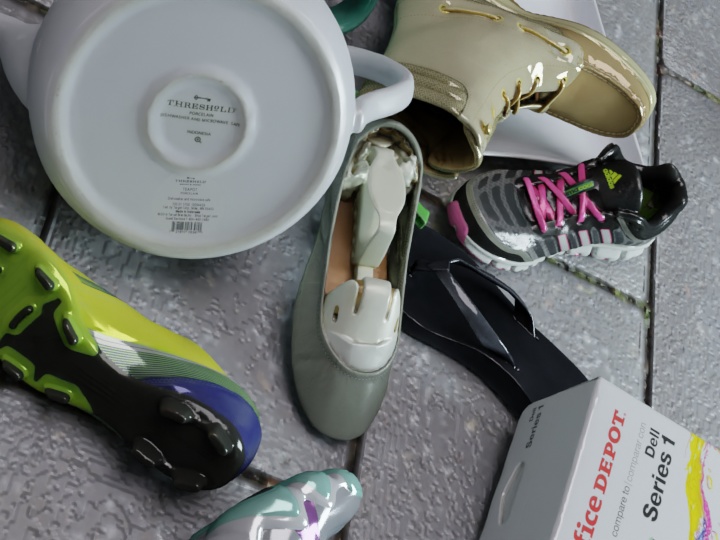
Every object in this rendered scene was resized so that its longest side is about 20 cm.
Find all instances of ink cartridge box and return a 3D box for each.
[{"bbox_3d":[0.181,0.180,0.891,0.199,0.084,0.146,31,60,-15],"label":"ink cartridge box"}]

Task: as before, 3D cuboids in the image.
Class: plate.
[{"bbox_3d":[0.110,-0.160,1.091,0.199,0.032,0.201,5,60,-31],"label":"plate"}]

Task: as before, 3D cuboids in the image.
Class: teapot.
[{"bbox_3d":[-0.096,-0.114,0.846,0.200,0.197,0.146,48,11,-27],"label":"teapot"}]

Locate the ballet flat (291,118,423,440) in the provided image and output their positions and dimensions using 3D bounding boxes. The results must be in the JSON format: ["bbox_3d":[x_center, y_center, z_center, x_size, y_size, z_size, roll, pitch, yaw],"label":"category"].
[{"bbox_3d":[0.000,0.000,0.878,0.067,0.064,0.202,14,68,-19],"label":"ballet flat"}]

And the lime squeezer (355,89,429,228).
[{"bbox_3d":[-0.036,-0.101,0.955,0.199,0.038,0.071,30,64,-10],"label":"lime squeezer"}]

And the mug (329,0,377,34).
[{"bbox_3d":[-0.052,-0.246,0.945,0.152,0.114,0.185,53,15,12],"label":"mug"}]

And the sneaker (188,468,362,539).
[{"bbox_3d":[-0.056,0.198,0.745,0.199,0.078,0.141,-26,81,-31],"label":"sneaker"}]

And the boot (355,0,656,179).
[{"bbox_3d":[0.101,-0.114,0.978,0.199,0.073,0.156,29,46,-8],"label":"boot"}]

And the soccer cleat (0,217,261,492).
[{"bbox_3d":[-0.138,0.043,0.796,0.200,0.065,0.084,40,19,-2],"label":"soccer cleat"}]

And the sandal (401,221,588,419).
[{"bbox_3d":[0.087,0.034,0.953,0.200,0.043,0.076,40,49,-8],"label":"sandal"}]

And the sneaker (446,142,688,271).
[{"bbox_3d":[0.152,-0.050,1.017,0.199,0.087,0.074,0,64,-34],"label":"sneaker"}]
